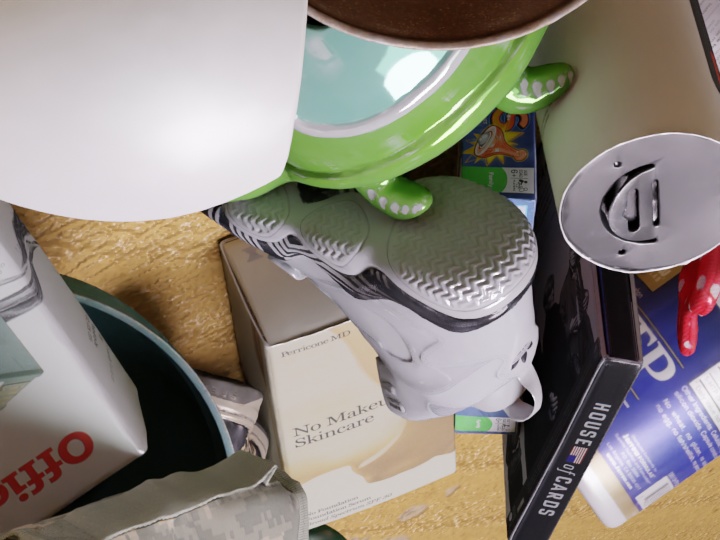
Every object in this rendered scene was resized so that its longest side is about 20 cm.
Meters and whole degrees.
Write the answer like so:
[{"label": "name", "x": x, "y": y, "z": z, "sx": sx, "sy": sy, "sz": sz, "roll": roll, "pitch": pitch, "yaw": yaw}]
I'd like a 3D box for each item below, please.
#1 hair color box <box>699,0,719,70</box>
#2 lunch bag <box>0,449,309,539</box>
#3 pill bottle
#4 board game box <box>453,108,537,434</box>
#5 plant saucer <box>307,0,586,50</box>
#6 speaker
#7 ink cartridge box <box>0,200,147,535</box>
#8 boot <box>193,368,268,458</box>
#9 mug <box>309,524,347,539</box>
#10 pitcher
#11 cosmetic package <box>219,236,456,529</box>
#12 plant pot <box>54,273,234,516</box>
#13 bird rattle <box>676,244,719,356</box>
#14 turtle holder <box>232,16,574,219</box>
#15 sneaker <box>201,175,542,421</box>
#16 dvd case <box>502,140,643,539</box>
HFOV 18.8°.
[{"label": "hair color box", "x": 0.191, "y": -0.128, "z": 1.113, "sx": 0.200, "sy": 0.061, "sz": 0.099, "roll": 6, "pitch": 131, "yaw": -46}, {"label": "lunch bag", "x": -0.105, "y": 0.166, "z": 0.828, "sx": 0.164, "sy": 0.117, "sz": 0.201, "roll": -9, "pitch": 120, "yaw": -60}, {"label": "pill bottle", "x": 0.197, "y": 0.053, "z": 1.315, "sx": 0.200, "sy": 0.120, "sz": 0.120, "roll": -36, "pitch": 150, "yaw": 1}, {"label": "board game box", "x": 0.064, "y": -0.028, "z": 1.061, "sx": 0.034, "sy": 0.136, "sz": 0.200, "roll": 1, "pitch": 146, "yaw": 2}, {"label": "plant saucer", "x": 0.022, "y": -0.179, "z": 0.797, "sx": 0.200, "sy": 0.201, "sz": 0.037, "roll": -26, "pitch": -174, "yaw": -14}, {"label": "speaker", "x": 0.108, "y": -0.096, "z": 0.928, "sx": 0.081, "sy": 0.201, "sz": 0.081, "roll": -4, "pitch": 137, "yaw": -3}, {"label": "ink cartridge box", "x": -0.193, "y": 0.020, "z": 0.821, "sx": 0.146, "sy": 0.084, "sz": 0.200, "roll": -34, "pitch": 107, "yaw": 0}, {"label": "boot", "x": -0.093, "y": 0.139, "z": 1.095, "sx": 0.073, "sy": 0.151, "sz": 0.200, "roll": 14, "pitch": 164, "yaw": -4}, {"label": "mug", "x": -0.084, "y": 0.203, "z": 1.240, "sx": 0.184, "sy": 0.115, "sz": 0.152, "roll": -9, "pitch": 180, "yaw": -7}, {"label": "pitcher", "x": -0.118, "y": -0.107, "z": 0.714, "sx": 0.199, "sy": 0.172, "sz": 0.121, "roll": 6, "pitch": -177, "yaw": -7}, {"label": "cosmetic package", "x": -0.008, "y": 0.050, "z": 1.151, "sx": 0.105, "sy": 0.071, "sz": 0.200, "roll": -21, "pitch": 148, "yaw": -8}, {"label": "plant pot", "x": -0.160, "y": 0.083, "z": 0.960, "sx": 0.199, "sy": 0.134, "sz": 0.201, "roll": -3, "pitch": 107, "yaw": -10}, {"label": "bird rattle", "x": 0.197, "y": -0.059, "z": 0.970, "sx": 0.199, "sy": 0.113, "sz": 0.163, "roll": -17, "pitch": 156, "yaw": -34}, {"label": "turtle holder", "x": -0.016, "y": -0.109, "z": 0.890, "sx": 0.185, "sy": 0.141, "sz": 0.132, "roll": -16, "pitch": 141, "yaw": 34}, {"label": "sneaker", "x": 0.000, "y": 0.000, "z": 0.965, "sx": 0.075, "sy": 0.200, "sz": 0.115, "roll": -46, "pitch": 140, "yaw": -26}, {"label": "dvd case", "x": 0.102, "y": 0.018, "z": 1.112, "sx": 0.025, "sy": 0.201, "sz": 0.151, "roll": 10, "pitch": 136, "yaw": -10}]
